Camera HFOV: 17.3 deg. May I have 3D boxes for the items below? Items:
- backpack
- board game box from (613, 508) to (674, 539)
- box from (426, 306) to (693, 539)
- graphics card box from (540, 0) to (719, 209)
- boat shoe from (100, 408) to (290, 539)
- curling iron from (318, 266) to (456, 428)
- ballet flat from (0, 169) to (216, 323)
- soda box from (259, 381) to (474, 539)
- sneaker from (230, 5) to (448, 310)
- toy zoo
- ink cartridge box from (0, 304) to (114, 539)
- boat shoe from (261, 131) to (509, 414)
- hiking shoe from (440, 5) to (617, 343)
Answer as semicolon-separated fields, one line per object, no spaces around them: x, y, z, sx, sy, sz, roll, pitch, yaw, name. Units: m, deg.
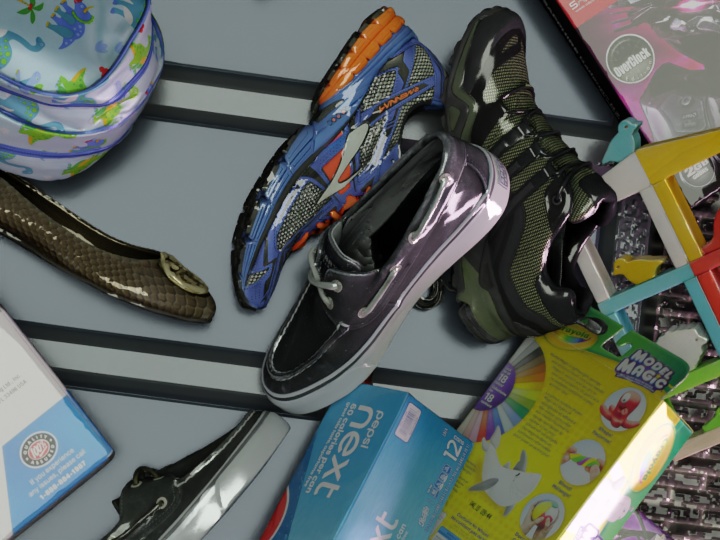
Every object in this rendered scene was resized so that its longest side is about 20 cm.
-0.213;-0.141;1.378;0.200;0.154;0.164;41;51;-14;backpack
0.103;0.220;1.429;0.120;0.032;0.200;38;84;3;board game box
0.106;0.119;1.395;0.200;0.117;0.048;-53;135;-4;box
0.194;-0.151;1.451;0.125;0.051;0.201;-32;90;-4;graphics card box
-0.125;0.150;1.396;0.057;0.069;0.200;44;86;0;boat shoe
0.008;0.062;1.432;0.049;0.026;0.201;28;84;-5;curling iron
-0.172;-0.025;1.407;0.199;0.067;0.047;26;93;4;ballet flat
-0.016;0.168;1.373;0.064;0.068;0.201;38;72;-33;soda box
-0.012;-0.059;1.418;0.078;0.075;0.201;33;86;-5;sneaker
0.202;0.000;1.418;0.131;0.020;0.201;-25;92;25;toy zoo
-0.259;0.074;1.381;0.144;0.084;0.200;-38;89;-7;ink cartridge box
0.000;0.000;1.375;0.200;0.068;0.072;-46;48;19;boat shoe
0.107;-0.058;1.409;0.100;0.076;0.202;-3;92;27;hiking shoe
